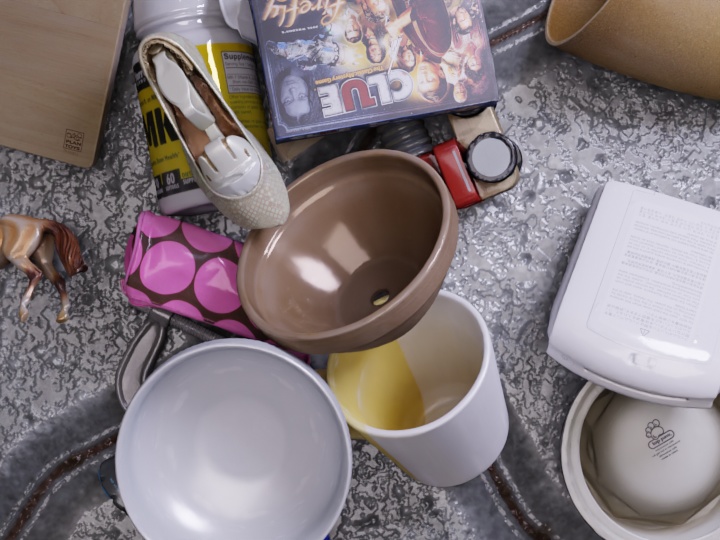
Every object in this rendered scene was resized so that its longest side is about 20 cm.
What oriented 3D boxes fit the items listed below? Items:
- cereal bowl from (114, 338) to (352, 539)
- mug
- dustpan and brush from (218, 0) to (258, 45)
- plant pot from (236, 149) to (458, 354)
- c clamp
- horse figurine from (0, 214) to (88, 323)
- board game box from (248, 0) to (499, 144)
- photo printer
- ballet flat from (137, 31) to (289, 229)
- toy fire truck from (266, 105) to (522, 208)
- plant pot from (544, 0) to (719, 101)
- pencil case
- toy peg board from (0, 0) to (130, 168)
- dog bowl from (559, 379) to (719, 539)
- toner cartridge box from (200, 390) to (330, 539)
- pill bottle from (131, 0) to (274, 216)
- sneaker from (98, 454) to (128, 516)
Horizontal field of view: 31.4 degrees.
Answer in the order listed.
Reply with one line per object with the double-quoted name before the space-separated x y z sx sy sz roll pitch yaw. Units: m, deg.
"cereal bowl" -0.103 0.152 1.083 0.199 0.083 0.201 0 99 2
"mug" 0.052 0.112 1.166 0.186 0.153 0.150 26 70 37
"dustpan and brush" -0.090 -0.281 1.204 0.057 0.139 0.201 -13 70 35
"plant pot" 0.000 0.000 1.109 0.200 0.093 0.202 -16 48 18
"c clamp" -0.147 0.089 1.227 0.199 0.027 0.171 31 90 0
"horse figurine" -0.346 -0.005 1.213 0.199 0.050 0.133 -13 72 8
"board game box" 0.011 -0.194 1.118 0.199 0.035 0.136 -11 89 -6
"photo printer" 0.264 0.026 1.153 0.166 0.070 0.201 18 56 11
"ballet flat" -0.133 -0.117 1.099 0.067 0.062 0.200 -35 86 7
"toy fire truck" 0.032 -0.127 1.193 0.199 0.129 0.177 -22 89 12
"plant pot" 0.303 -0.239 1.169 0.199 0.186 0.187 28 89 -12
"pencil case" -0.123 0.017 1.184 0.199 0.091 0.094 19 86 -7
"toy peg board" -0.316 -0.224 1.214 0.199 0.098 0.200 15 104 2
"dog bowl" 0.282 0.166 1.201 0.199 0.074 0.201 0 89 1
"toner cartridge box" -0.088 0.184 1.177 0.043 0.095 0.201 -24 97 5
"pill bottle" -0.148 -0.158 1.190 0.114 0.114 0.201 -11 88 0
"sneaker" -0.158 0.239 1.201 0.082 0.073 0.200 -40 89 1
